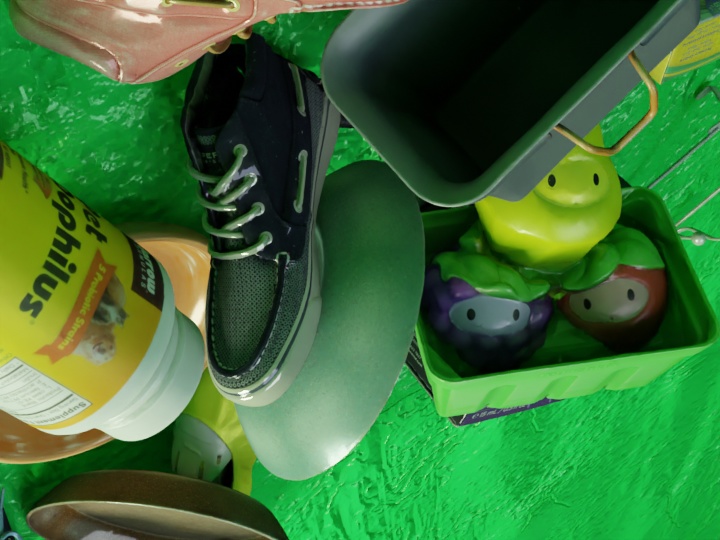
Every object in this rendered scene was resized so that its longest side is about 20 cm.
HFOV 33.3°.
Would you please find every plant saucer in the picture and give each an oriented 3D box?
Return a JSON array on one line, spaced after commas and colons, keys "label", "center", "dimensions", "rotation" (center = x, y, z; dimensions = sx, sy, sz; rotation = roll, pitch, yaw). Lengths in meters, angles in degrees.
[{"label": "plant saucer", "center": [-0.172, 0.042, 0.758], "dimensions": [0.200, 0.037, 0.201], "rotation": [-27, 147, -19]}, {"label": "plant saucer", "center": [-0.036, 0.023, 0.725], "dimensions": [0.039, 0.201, 0.201], "rotation": [20, 119, -29]}, {"label": "plant saucer", "center": [-0.145, 0.187, 0.893], "dimensions": [0.199, 0.035, 0.200], "rotation": [6, 152, 3]}]

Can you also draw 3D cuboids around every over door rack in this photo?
[{"label": "over door rack", "center": [0.312, -0.068, 1.114], "dimensions": [0.147, 0.067, 0.200], "rotation": [0, 132, -49]}]

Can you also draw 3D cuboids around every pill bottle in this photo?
[{"label": "pill bottle", "center": [-0.169, 0.011, 0.601], "dimensions": [0.109, 0.109, 0.200], "rotation": [-43, 134, 6]}]

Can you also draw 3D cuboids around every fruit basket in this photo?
[{"label": "fruit basket", "center": [0.126, -0.010, 0.794], "dimensions": [0.215, 0.156, 0.216], "rotation": [-10, 146, -7]}]

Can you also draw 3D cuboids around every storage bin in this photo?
[{"label": "storage bin", "center": [0.105, -0.121, 0.658], "dimensions": [0.200, 0.146, 0.134], "rotation": [-45, 160, 12]}]

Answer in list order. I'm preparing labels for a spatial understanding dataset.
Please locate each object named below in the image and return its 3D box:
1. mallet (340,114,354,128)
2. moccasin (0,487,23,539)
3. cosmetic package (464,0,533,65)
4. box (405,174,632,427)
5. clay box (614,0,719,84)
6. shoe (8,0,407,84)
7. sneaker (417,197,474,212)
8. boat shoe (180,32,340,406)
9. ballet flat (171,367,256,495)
[{"label": "mallet", "center": [0.043, -0.106, 0.806], "dimensions": [0.199, 0.066, 0.041], "rotation": [3, 128, -30]}, {"label": "moccasin", "center": [-0.263, 0.198, 0.833], "dimensions": [0.080, 0.068, 0.200], "rotation": [-32, 149, -13]}, {"label": "cosmetic package", "center": [0.029, -0.184, 0.663], "dimensions": [0.083, 0.051, 0.200], "rotation": [-48, 149, 20]}, {"label": "box", "center": [0.143, 0.018, 1.006], "dimensions": [0.148, 0.104, 0.200], "rotation": [-8, 138, -41]}, {"label": "clay box", "center": [0.218, -0.194, 0.794], "dimensions": [0.199, 0.115, 0.048], "rotation": [-24, 146, -23]}, {"label": "shoe", "center": [-0.063, -0.136, 0.560], "dimensions": [0.199, 0.072, 0.091], "rotation": [6, 138, -15]}, {"label": "sneaker", "center": [0.000, 0.000, 0.878], "dimensions": [0.200, 0.070, 0.082], "rotation": [-34, 133, -14]}, {"label": "boat shoe", "center": [-0.068, -0.033, 0.660], "dimensions": [0.074, 0.201, 0.093], "rotation": [-6, 157, 29]}, {"label": "ballet flat", "center": [-0.114, 0.142, 0.917], "dimensions": [0.067, 0.067, 0.200], "rotation": [-53, 163, -32]}]
